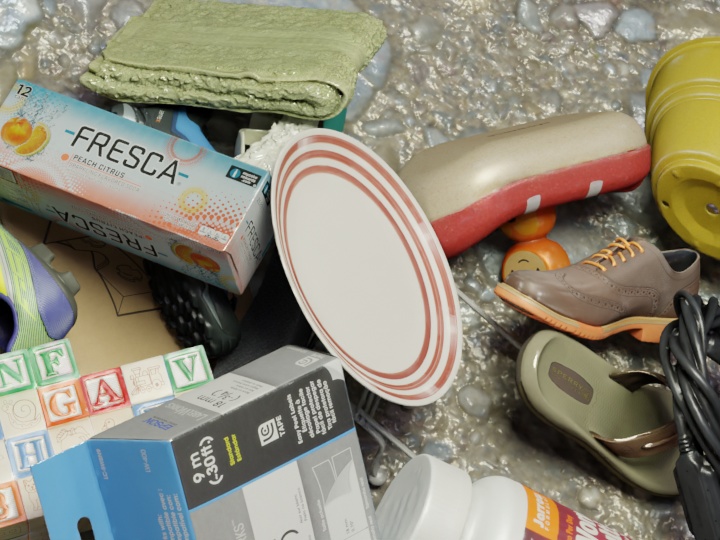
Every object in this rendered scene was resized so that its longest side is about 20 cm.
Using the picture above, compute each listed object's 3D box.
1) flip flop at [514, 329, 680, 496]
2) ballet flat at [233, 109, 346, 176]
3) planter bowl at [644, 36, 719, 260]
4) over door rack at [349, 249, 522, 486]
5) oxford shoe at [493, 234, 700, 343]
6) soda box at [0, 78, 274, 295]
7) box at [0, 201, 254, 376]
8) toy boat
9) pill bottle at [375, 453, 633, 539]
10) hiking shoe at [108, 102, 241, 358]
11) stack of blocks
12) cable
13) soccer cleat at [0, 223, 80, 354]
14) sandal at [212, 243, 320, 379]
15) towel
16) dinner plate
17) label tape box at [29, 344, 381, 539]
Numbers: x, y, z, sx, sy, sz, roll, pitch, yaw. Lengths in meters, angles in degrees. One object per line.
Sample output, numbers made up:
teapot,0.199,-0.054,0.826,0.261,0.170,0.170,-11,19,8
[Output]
flip flop,0.194,0.098,1.691,0.200,0.057,0.081,32,58,-30
ballet flat,-0.053,-0.095,1.703,0.072,0.072,0.200,28,23,-2
planter bowl,0.275,-0.067,1.756,0.200,0.201,0.083,40,58,5
over door rack,0.070,0.098,1.689,0.200,0.067,0.148,34,57,-15
oxford shoe,0.171,0.006,1.717,0.071,0.073,0.200,29,17,39
soda box,-0.155,-0.056,1.594,0.199,0.064,0.069,21,67,19
box,-0.169,-0.018,1.691,0.163,0.021,0.201,-9,67,-22
toy boat,0.120,-0.038,1.754,0.199,0.130,0.131,-15,97,-24
pill bottle,0.109,0.204,1.595,0.199,0.110,0.110,27,57,-15
hiking shoe,-0.111,-0.036,1.662,0.086,0.074,0.201,-13,68,-23
stack of blocks,-0.191,0.109,1.571,0.199,0.059,0.116,-14,69,-12
cable,0.263,0.102,1.688,0.163,0.051,0.201,-39,115,-54
soccer cleat,-0.278,-0.015,1.618,0.200,0.065,0.084,40,58,15
sandal,-0.044,0.030,1.657,0.043,0.076,0.201,42,55,-28
towel,-0.089,-0.152,1.713,0.199,0.037,0.148,4,28,13
dinner plate,0.000,0.000,1.602,0.200,0.024,0.201,37,38,-36
label tape box,-0.091,0.152,1.503,0.200,0.063,0.145,-25,112,-31
